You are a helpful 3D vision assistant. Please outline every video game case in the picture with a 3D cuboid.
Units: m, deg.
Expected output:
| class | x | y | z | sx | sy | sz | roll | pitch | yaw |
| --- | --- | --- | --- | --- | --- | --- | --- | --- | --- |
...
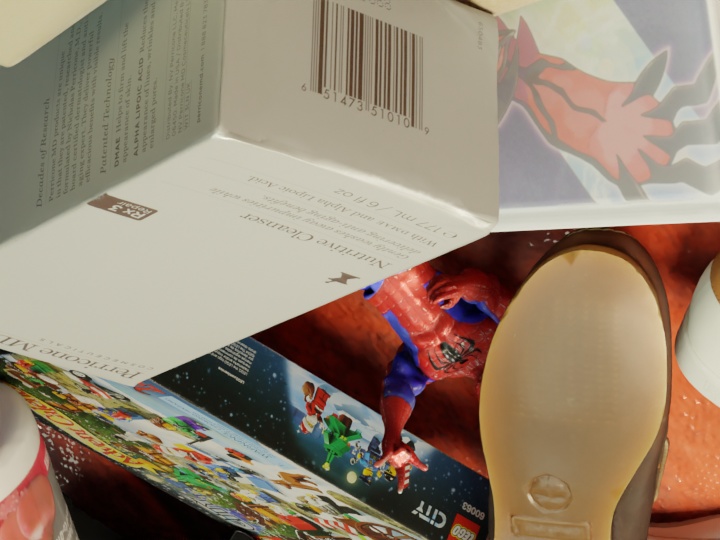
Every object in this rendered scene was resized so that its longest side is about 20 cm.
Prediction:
| class | x | y | z | sx | sy | sz | roll | pitch | yaw |
| --- | --- | --- | --- | --- | --- | --- | --- | --- | --- |
| video game case | 0.035 | -0.103 | 0.930 | 0.200 | 0.023 | 0.182 | -2 | 100 | 40 |

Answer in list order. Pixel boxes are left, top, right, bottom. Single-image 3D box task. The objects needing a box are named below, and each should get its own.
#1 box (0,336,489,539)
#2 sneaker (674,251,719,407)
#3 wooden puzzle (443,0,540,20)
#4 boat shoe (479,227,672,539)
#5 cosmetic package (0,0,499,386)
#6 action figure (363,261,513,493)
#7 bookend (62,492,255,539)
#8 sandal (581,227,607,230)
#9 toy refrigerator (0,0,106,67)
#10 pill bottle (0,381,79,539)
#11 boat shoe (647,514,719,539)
| class | x | y | z | sx | sy | sz | roll | pitch | yaw |
| --- | --- | --- | --- | --- | --- | --- | --- | --- | --- |
| box | -0.059 | 0.063 | 1.157 | 0.200 | 0.038 | 0.137 | 32 | 158 | -28 |
| sneaker | 0.209 | 0.048 | 1.003 | 0.200 | 0.073 | 0.085 | 27 | 143 | 9 |
| wooden puzzle | 0.038 | -0.183 | 0.873 | 0.185 | 0.037 | 0.200 | -15 | 95 | 43 |
| boat shoe | 0.082 | 0.068 | 1.087 | 0.070 | 0.070 | 0.200 | 13 | 120 | 11 |
| cosmetic package | -0.059 | -0.033 | 0.925 | 0.113 | 0.081 | 0.200 | 18 | 152 | -33 |
| action figure | 0.000 | 0.000 | 1.075 | 0.065 | 0.099 | 0.200 | -37 | 111 | 19 |
| bookend | -0.088 | 0.164 | 1.278 | 0.200 | 0.092 | 0.199 | 33 | 153 | 1 |
| sandal | 0.077 | -0.079 | 0.965 | 0.078 | 0.070 | 0.212 | 20 | 139 | 16 |
| toy refrigerator | -0.064 | -0.147 | 0.826 | 0.200 | 0.076 | 0.070 | -30 | 147 | 29 |
| pill bottle | -0.158 | 0.152 | 1.152 | 0.111 | 0.111 | 0.200 | 3 | 123 | 32 |
| boat shoe | 0.112 | 0.146 | 1.176 | 0.202 | 0.065 | 0.074 | -8 | 125 | 39 |
